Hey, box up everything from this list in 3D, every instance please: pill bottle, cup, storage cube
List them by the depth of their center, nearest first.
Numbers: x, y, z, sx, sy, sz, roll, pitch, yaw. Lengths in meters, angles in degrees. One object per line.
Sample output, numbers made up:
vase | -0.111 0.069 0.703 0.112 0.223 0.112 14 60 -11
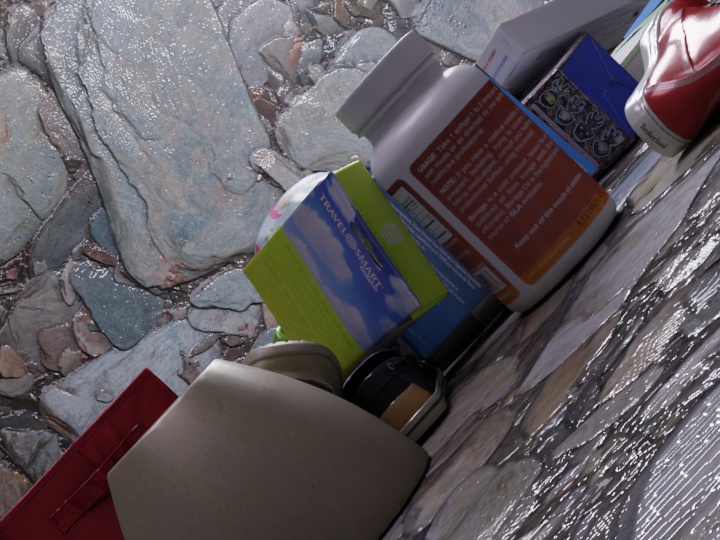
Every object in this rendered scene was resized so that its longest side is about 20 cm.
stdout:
cup | -0.075 0.141 1.017 0.200 0.143 0.200 -46 2 2
pill bottle | 0.081 -0.075 1.168 0.112 0.200 0.112 -46 2 2
storage cube | -0.176 0.212 1.297 0.171 0.180 0.200 -47 3 -19

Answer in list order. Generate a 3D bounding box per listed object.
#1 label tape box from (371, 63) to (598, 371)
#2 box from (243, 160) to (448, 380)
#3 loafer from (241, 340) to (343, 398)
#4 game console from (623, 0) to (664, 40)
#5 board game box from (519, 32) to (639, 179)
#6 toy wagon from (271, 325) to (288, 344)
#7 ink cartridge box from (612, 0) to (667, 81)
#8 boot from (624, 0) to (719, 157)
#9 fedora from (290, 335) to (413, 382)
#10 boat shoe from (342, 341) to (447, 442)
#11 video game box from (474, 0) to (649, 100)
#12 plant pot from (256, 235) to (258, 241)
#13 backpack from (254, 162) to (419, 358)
label tape box | 0.078 -0.041 1.285 0.200 0.144 0.063 -47 -23 1
box | -0.011 0.004 1.215 0.048 0.122 0.200 -31 -7 -30
loafer | -0.043 0.123 1.141 0.075 0.069 0.201 -9 -38 -2
game console | 0.396 -0.389 2.254 0.200 0.175 0.117 -47 -27 -32
board game box | 0.169 -0.109 1.530 0.200 0.097 0.159 -46 2 27
toy wagon | -0.069 0.153 1.445 0.200 0.039 0.156 -105 27 -55
ink cartridge box | 0.283 -0.206 1.792 0.200 0.048 0.146 -48 2 -37
boot | 0.269 -0.177 1.157 0.144 0.072 0.200 -45 10 34
fedora | -0.001 0.061 1.390 0.090 0.178 0.200 -17 5 4
boat shoe | 0.022 0.090 1.186 0.075 0.062 0.200 -48 0 0
video game box | 0.184 -0.208 1.629 0.199 0.047 0.183 -28 -21 -35
plant pot | 0.004 -0.003 1.956 0.187 0.201 0.200 -31 -3 -15
backpack | 0.000 0.000 1.568 0.150 0.201 0.178 -12 28 51
